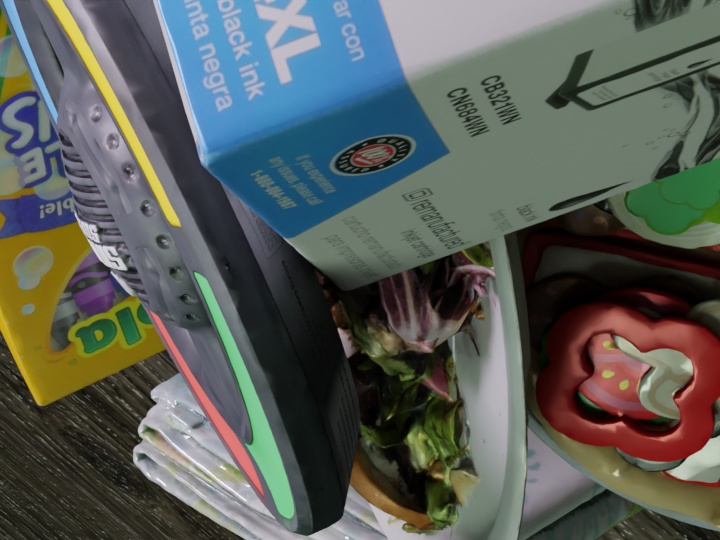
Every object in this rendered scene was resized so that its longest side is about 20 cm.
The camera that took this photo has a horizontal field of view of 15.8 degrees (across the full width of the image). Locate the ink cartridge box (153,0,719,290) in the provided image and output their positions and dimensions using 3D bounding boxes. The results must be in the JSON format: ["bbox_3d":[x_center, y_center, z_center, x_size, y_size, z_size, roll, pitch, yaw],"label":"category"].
[{"bbox_3d":[0.063,-0.077,0.575,0.146,0.199,0.085,43,-151,-73],"label":"ink cartridge box"}]

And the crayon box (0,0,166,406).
[{"bbox_3d":[-0.074,-0.040,0.841,0.052,0.125,0.201,56,168,44],"label":"crayon box"}]

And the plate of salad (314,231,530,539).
[{"bbox_3d":[0.000,0.000,0.739,0.200,0.048,0.201,169,90,-74],"label":"plate of salad"}]

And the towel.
[{"bbox_3d":[0.032,0.064,1.041,0.171,0.200,0.048,28,131,38],"label":"towel"}]

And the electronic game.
[{"bbox_3d":[-0.056,-0.021,0.689,0.201,0.041,0.200,59,169,18],"label":"electronic game"}]

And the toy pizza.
[{"bbox_3d":[0.124,0.003,0.714,0.199,0.032,0.201,4,125,6],"label":"toy pizza"}]
